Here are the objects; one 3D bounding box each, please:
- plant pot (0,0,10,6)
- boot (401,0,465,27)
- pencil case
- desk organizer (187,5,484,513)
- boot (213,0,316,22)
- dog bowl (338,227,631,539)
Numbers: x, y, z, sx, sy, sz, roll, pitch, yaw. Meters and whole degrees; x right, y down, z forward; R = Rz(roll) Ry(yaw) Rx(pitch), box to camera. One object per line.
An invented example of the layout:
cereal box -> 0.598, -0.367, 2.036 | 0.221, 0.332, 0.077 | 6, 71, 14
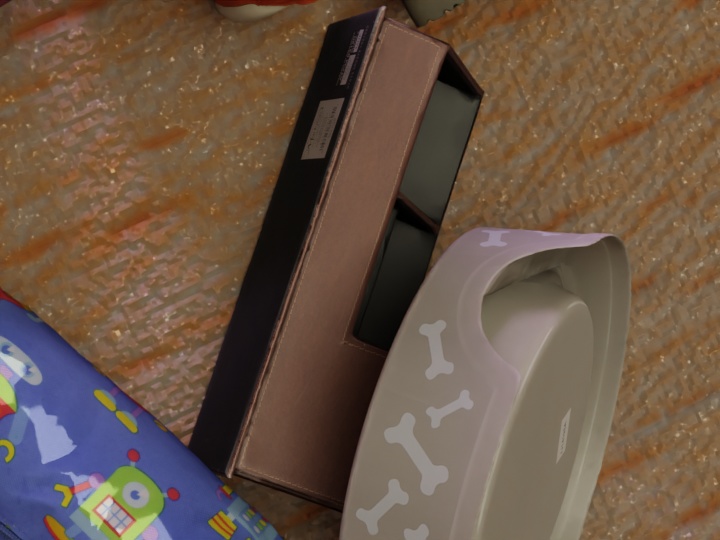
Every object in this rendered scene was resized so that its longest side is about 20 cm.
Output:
plant pot -> -0.207, -0.151, 0.964 | 0.178, 0.200, 0.201 | -20, 95, -31
boot -> 0.031, -0.219, 1.026 | 0.181, 0.073, 0.201 | -30, 98, 14
pencil case -> -0.117, 0.083, 1.015 | 0.200, 0.078, 0.087 | 41, 69, 1
desk organizer -> 0.000, 0.000, 1.074 | 0.077, 0.072, 0.201 | 20, 83, -17
boot -> -0.035, -0.154, 1.004 | 0.107, 0.200, 0.075 | 43, 68, -19
dog bowl -> 0.050, 0.074, 1.032 | 0.058, 0.200, 0.201 | 17, 83, 17
